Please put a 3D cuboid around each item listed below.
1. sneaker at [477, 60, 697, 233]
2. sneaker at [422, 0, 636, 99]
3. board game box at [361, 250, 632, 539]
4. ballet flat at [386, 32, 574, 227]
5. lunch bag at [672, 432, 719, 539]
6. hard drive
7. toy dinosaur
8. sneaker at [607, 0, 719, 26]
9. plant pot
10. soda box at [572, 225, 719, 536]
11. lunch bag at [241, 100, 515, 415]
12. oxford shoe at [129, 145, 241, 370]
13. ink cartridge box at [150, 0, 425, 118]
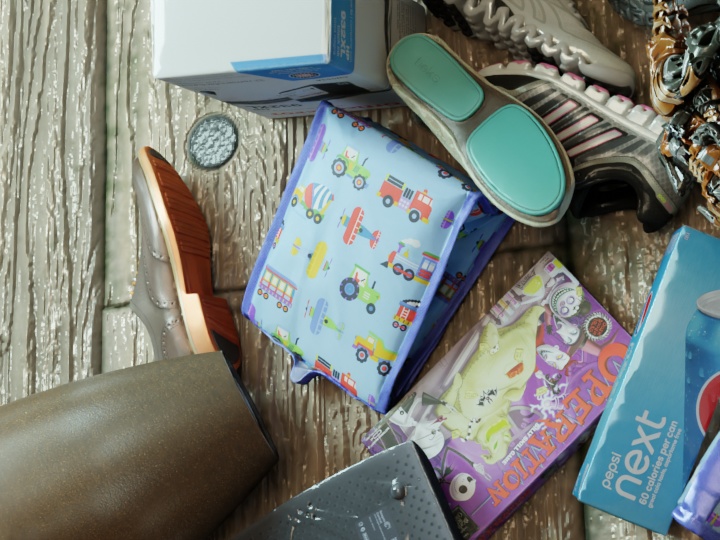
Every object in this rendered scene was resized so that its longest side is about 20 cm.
[{"bbox_3d":[0.157,-0.087,1.410,0.198,0.074,0.088,24,79,22],"label":"sneaker"},{"bbox_3d":[0.134,-0.195,1.458,0.199,0.075,0.081,36,82,27],"label":"sneaker"},{"bbox_3d":[0.108,0.097,1.406,0.200,0.032,0.120,-46,67,5],"label":"board game box"},{"bbox_3d":[0.093,-0.099,1.395,0.067,0.062,0.200,-38,60,-1],"label":"ballet flat"},{"bbox_3d":[0.268,0.113,1.225,0.094,0.200,0.151,32,88,27],"label":"lunch bag"},{"bbox_3d":[-0.012,0.223,1.395,0.199,0.042,0.136,-32,69,21],"label":"hard drive"},{"bbox_3d":[0.238,-0.128,1.316,0.201,0.102,0.136,56,134,9],"label":"toy dinosaur"},{"bbox_3d":[0.261,-0.216,1.407,0.199,0.090,0.077,14,108,46],"label":"sneaker"},{"bbox_3d":[-0.168,0.147,1.439,0.199,0.187,0.188,-29,65,-2],"label":"plant pot"},{"bbox_3d":[0.213,0.075,1.327,0.067,0.064,0.202,21,89,4],"label":"soda box"},{"bbox_3d":[0.000,0.000,1.454,0.150,0.094,0.201,32,98,25],"label":"lunch bag"},{"bbox_3d":[-0.158,-0.002,1.525,0.072,0.071,0.202,-24,67,19],"label":"oxford shoe"},{"bbox_3d":[-0.049,-0.173,1.450,0.144,0.200,0.085,-3,85,22],"label":"ink cartridge box"}]
